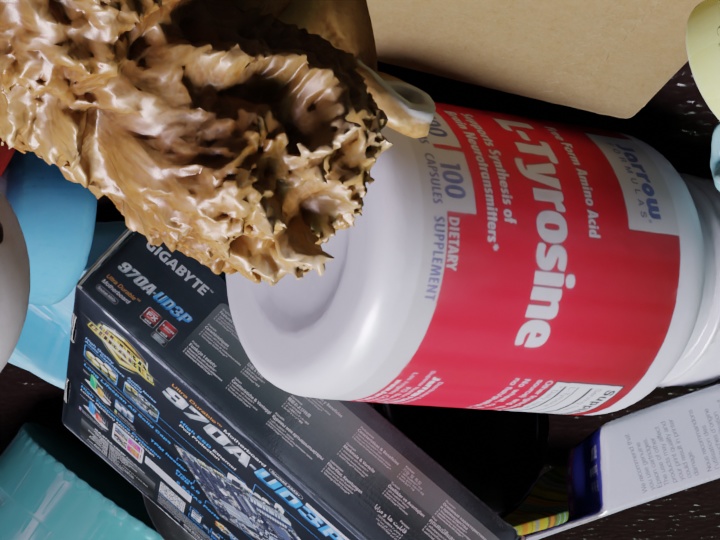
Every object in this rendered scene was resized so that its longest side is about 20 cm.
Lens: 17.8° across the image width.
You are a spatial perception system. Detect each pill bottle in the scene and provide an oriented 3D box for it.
[{"bbox_3d":[-0.015,0.083,1.105,0.111,0.113,0.199,24,150,-35],"label":"pill bottle"},{"bbox_3d":[0.057,-0.003,0.875,0.199,0.113,0.112,5,160,-36],"label":"pill bottle"}]

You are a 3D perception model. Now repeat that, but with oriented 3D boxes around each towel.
[{"bbox_3d":[0.042,0.134,1.195,0.199,0.018,0.086,-12,-178,-25],"label":"towel"}]

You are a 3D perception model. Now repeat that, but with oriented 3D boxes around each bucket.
[{"bbox_3d":[-0.145,0.187,1.245,0.207,0.135,0.207,34,179,1],"label":"bucket"}]

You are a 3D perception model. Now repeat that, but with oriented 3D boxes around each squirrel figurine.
[{"bbox_3d":[-0.054,-0.080,0.637,0.140,0.201,0.187,-9,140,15],"label":"squirrel figurine"}]

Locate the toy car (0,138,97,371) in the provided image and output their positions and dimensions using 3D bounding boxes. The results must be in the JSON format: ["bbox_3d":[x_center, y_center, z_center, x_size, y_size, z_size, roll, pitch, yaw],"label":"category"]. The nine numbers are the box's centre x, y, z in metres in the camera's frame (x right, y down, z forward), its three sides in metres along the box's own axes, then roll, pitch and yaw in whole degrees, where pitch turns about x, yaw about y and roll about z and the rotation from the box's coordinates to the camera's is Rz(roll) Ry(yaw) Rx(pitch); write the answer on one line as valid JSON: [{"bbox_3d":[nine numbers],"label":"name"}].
[{"bbox_3d":[-0.149,-0.027,0.724,0.183,0.200,0.178,11,121,-27],"label":"toy car"}]

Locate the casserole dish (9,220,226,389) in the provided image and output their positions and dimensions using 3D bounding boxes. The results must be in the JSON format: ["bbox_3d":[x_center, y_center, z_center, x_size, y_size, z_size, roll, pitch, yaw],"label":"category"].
[{"bbox_3d":[-0.095,0.017,1.032,0.199,0.039,0.121,-3,148,35],"label":"casserole dish"}]

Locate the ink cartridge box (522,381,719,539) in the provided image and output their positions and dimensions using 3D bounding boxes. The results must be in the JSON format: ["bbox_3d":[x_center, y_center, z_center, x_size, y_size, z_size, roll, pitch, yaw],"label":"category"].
[{"bbox_3d":[0.145,0.075,0.999,0.199,0.044,0.196,-17,173,-1],"label":"ink cartridge box"}]

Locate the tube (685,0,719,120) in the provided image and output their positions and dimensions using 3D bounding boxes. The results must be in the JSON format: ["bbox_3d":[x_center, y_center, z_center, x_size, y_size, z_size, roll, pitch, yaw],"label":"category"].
[{"bbox_3d":[0.187,-0.098,0.689,0.199,0.052,0.058,-25,124,41],"label":"tube"}]

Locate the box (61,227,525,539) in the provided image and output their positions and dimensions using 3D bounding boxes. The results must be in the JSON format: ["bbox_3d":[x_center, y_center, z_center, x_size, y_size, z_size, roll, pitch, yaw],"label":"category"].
[{"bbox_3d":[-0.036,0.084,0.948,0.200,0.046,0.159,40,156,9],"label":"box"}]

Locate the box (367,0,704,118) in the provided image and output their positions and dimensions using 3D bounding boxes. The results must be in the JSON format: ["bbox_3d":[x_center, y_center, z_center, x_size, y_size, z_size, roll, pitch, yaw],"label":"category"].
[{"bbox_3d":[0.058,-0.116,0.752,0.162,0.021,0.200,12,155,-15],"label":"box"}]

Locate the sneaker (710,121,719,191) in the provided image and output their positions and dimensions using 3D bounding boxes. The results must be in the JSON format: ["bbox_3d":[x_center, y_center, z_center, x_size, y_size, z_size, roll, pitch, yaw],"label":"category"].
[{"bbox_3d":[0.180,-0.058,0.791,0.086,0.078,0.200,13,155,-8],"label":"sneaker"}]
